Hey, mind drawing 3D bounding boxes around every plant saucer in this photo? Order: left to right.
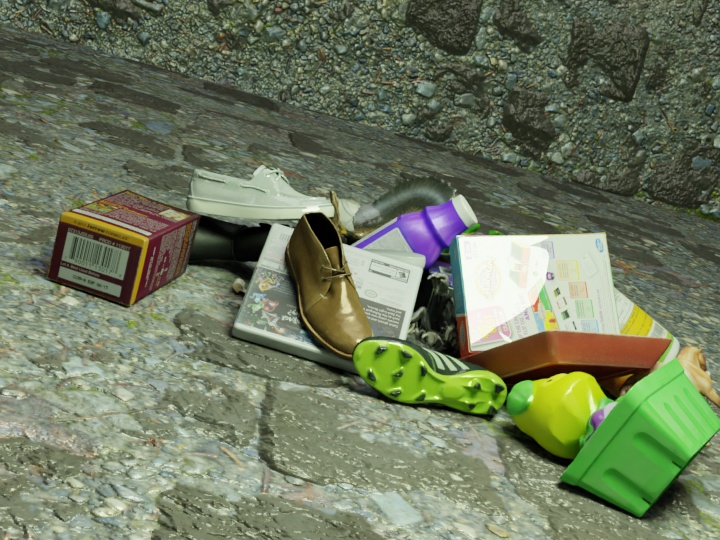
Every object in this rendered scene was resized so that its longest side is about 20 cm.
[{"bbox_3d":[0.241,0.115,1.479,0.200,0.037,0.200,5,-17,-33],"label":"plant saucer"}]

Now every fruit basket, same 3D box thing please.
[{"bbox_3d":[0.269,0.159,1.334,0.215,0.156,0.216,29,21,-13],"label":"fruit basket"}]

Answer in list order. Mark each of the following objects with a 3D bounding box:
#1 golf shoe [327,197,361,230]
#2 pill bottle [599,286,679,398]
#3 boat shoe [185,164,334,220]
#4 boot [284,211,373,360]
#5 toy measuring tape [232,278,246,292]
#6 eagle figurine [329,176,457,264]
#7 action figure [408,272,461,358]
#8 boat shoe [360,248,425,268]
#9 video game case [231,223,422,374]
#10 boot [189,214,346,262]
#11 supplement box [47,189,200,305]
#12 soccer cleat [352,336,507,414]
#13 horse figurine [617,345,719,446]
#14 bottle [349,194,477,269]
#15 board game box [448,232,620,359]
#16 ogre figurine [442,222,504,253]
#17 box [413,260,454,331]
[{"bbox_3d":[-0.009,-0.060,1.966,0.200,0.078,0.097,20,20,17],"label":"golf shoe"},{"bbox_3d":[0.311,0.074,1.612,0.200,0.111,0.111,39,15,-1],"label":"pill bottle"},{"bbox_3d":[-0.133,-0.104,1.611,0.200,0.072,0.070,5,4,8],"label":"boat shoe"},{"bbox_3d":[-0.036,0.016,1.429,0.073,0.076,0.200,-10,53,-25],"label":"boot"},{"bbox_3d":[-0.063,0.021,1.593,0.200,0.074,0.074,16,14,-5],"label":"toy measuring tape"},{"bbox_3d":[0.045,-0.046,1.819,0.200,0.152,0.151,-11,51,-29],"label":"eagle figurine"},{"bbox_3d":[0.107,0.061,1.577,0.200,0.102,0.119,7,10,-27],"label":"action figure"},{"bbox_3d":[0.000,0.000,1.652,0.200,0.057,0.069,3,5,34],"label":"boat shoe"},{"bbox_3d":[-0.036,0.037,1.476,0.200,0.023,0.182,17,46,0],"label":"video game case"},{"bbox_3d":[-0.141,-0.035,1.618,0.200,0.066,0.165,9,8,41],"label":"boot"},{"bbox_3d":[-0.287,-0.032,1.499,0.110,0.086,0.200,18,14,8],"label":"supplement box"},{"bbox_3d":[0.074,0.120,1.401,0.200,0.068,0.081,19,6,-22],"label":"soccer cleat"},{"bbox_3d":[0.384,0.156,1.503,0.200,0.050,0.133,-4,66,-32],"label":"horse figurine"},{"bbox_3d":[0.067,-0.036,1.708,0.084,0.200,0.065,55,14,-13],"label":"bottle"},{"bbox_3d":[0.218,0.031,1.524,0.200,0.153,0.040,-1,-18,-11],"label":"board game box"},{"bbox_3d":[0.171,-0.012,1.889,0.200,0.120,0.098,22,19,25],"label":"ogre figurine"},{"bbox_3d":[0.180,0.057,1.728,0.200,0.079,0.141,15,17,-8],"label":"box"}]
